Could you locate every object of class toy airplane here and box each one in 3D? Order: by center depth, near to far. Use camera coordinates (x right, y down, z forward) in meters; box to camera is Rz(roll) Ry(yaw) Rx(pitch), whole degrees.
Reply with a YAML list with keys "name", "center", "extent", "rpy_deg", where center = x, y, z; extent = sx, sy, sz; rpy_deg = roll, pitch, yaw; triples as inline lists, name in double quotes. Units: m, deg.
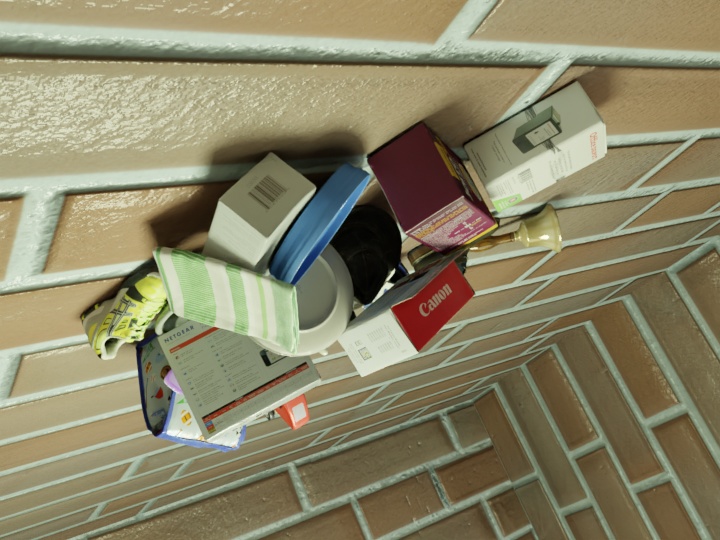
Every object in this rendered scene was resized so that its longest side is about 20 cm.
- name: "toy airplane"
  center: [-0.154, 0.148, 1.306]
  extent: [0.198, 0.201, 0.141]
  rpy_deg: [21, 157, -13]

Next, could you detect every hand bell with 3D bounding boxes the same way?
- name: "hand bell"
  center: [0.310, -0.068, 1.617]
  extent: [0.198, 0.105, 0.104]
  rpy_deg: [-12, 161, 2]

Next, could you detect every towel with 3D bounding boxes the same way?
- name: "towel"
  center: [-0.177, 0.040, 1.030]
  extent: [0.153, 0.199, 0.023]
  rpy_deg: [92, 20, -52]

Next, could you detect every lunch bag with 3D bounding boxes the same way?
- name: "lunch bag"
  center: [-0.286, 0.209, 1.337]
  extent: [0.124, 0.201, 0.169]
  rpy_deg: [-37, 139, 29]

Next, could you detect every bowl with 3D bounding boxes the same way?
- name: "bowl"
  center: [-0.059, -0.062, 1.068]
  extent: [0.201, 0.039, 0.201]
  rpy_deg: [-54, 179, -1]

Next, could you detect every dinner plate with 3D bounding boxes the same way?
- name: "dinner plate"
  center: [-0.098, 0.027, 1.148]
  extent: [0.199, 0.201, 0.024]
  rpy_deg: [-15, 171, -26]

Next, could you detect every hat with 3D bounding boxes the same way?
- name: "hat"
  center: [0.000, 0.000, 1.259]
  extent: [0.199, 0.081, 0.202]
  rpy_deg: [-15, 128, -20]

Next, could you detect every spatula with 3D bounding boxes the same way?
- name: "spatula"
  center: [-0.235, 0.118, 1.252]
  extent: [0.200, 0.021, 0.057]
  rpy_deg: [-45, 130, -8]

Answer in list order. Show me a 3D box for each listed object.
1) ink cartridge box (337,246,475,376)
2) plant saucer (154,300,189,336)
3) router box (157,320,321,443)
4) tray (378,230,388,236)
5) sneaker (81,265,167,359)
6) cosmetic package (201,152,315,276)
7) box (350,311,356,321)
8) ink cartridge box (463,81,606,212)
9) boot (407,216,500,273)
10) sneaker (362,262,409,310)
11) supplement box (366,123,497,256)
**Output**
- name: "ink cartridge box"
  center: [0.088, 0.061, 1.207]
  extent: [0.175, 0.084, 0.200]
  rpy_deg: [-30, -174, 43]
- name: "plant saucer"
  center: [-0.238, 0.036, 1.211]
  extent: [0.199, 0.050, 0.200]
  rpy_deg: [-29, 167, -7]
- name: "router box"
  center: [-0.188, 0.141, 1.205]
  extent: [0.199, 0.180, 0.049]
  rpy_deg: [-26, 167, -10]
- name: "tray"
  center: [-0.050, -0.024, 1.327]
  extent: [0.199, 0.037, 0.099]
  rpy_deg: [-23, 161, -9]
- name: "sneaker"
  center: [-0.329, 0.061, 1.144]
  extent: [0.200, 0.077, 0.075]
  rpy_deg: [-36, 156, 26]
- name: "cosmetic package"
  center: [-0.143, -0.048, 1.021]
  extent: [0.113, 0.081, 0.200]
  rpy_deg: [-50, 176, -33]
- name: "box"
  center: [-0.130, 0.104, 1.483]
  extent: [0.199, 0.087, 0.164]
  rpy_deg: [-31, 160, 17]
- name: "ink cartridge box"
  center: [0.280, -0.190, 1.222]
  extent: [0.199, 0.084, 0.145]
  rpy_deg: [-29, 161, 11]
- name: "boot"
  center: [0.202, -0.028, 1.529]
  extent: [0.199, 0.097, 0.075]
  rpy_deg: [-26, 161, 3]
- name: "sneaker"
  center: [0.049, 0.036, 1.536]
  extent: [0.114, 0.081, 0.199]
  rpy_deg: [-24, 159, 4]
- name: "supplement box"
  center: [0.111, -0.114, 1.148]
  extent: [0.103, 0.132, 0.200]
  rpy_deg: [-31, 161, 17]
